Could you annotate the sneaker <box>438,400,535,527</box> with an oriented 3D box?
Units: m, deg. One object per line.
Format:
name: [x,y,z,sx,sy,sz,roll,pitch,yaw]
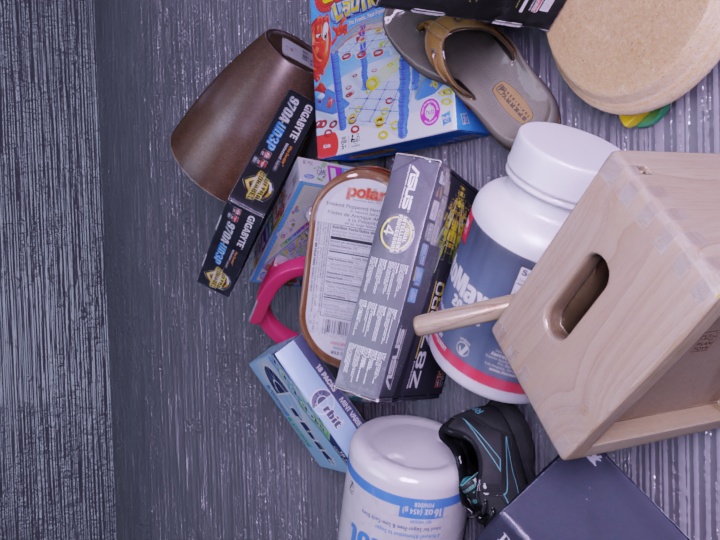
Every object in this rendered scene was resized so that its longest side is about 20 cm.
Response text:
sneaker: [0.130,0.216,0.705,0.076,0.078,0.202,-56,46,48]

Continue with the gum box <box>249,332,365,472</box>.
gum box: [-0.059,0.166,0.972,0.171,0.044,0.200,55,160,-2]

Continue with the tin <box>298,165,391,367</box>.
tin: [0.000,0.000,0.776,0.042,0.110,0.203,-52,-30,-76]

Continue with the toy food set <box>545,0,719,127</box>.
toy food set: [0.200,-0.211,0.564,0.198,0.048,0.202,-48,52,53]

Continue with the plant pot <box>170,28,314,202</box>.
plant pot: [-0.134,-0.218,1.086,0.201,0.185,0.188,-52,46,30]

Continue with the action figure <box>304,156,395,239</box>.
action figure: [0.004,-0.027,0.848,0.200,0.118,0.103,-46,57,24]

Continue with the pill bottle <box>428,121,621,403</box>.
pill bottle: [0.135,-0.007,0.630,0.120,0.118,0.202,52,136,47]

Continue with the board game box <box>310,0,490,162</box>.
board game box: [0.035,-0.223,0.811,0.199,0.055,0.199,-4,89,46]

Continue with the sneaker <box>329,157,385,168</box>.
sneaker: [-0.002,-0.195,0.924,0.081,0.073,0.203,-26,71,56]

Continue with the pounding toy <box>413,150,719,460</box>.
pounding toy: [0.168,0.021,0.502,0.143,0.182,0.201,65,145,35]

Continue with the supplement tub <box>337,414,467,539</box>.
supplement tub: [0.042,0.266,0.819,0.132,0.130,0.203,34,122,56]

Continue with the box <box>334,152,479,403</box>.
box: [0.052,0.013,0.706,0.049,0.161,0.203,14,88,26]

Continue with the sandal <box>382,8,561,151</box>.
sandal: [0.092,-0.182,0.688,0.082,0.054,0.201,-42,71,16]

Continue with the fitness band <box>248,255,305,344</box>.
fitness band: [-0.057,0.046,0.978,0.200,0.142,0.038,123,162,-50]

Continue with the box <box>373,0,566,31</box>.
box: [0.103,-0.262,0.523,0.050,0.158,0.201,66,146,33]

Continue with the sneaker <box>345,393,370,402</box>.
sneaker: [0.039,0.079,0.882,0.200,0.077,0.092,-49,42,43]

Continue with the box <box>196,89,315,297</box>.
box: [-0.119,-0.092,0.928,0.159,0.046,0.201,-56,11,48]

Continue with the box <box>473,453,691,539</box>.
box: [0.155,0.263,0.560,0.197,0.117,0.201,46,135,22]

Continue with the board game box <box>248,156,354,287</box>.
board game box: [-0.042,-0.046,0.941,0.200,0.133,0.035,125,145,-48]
